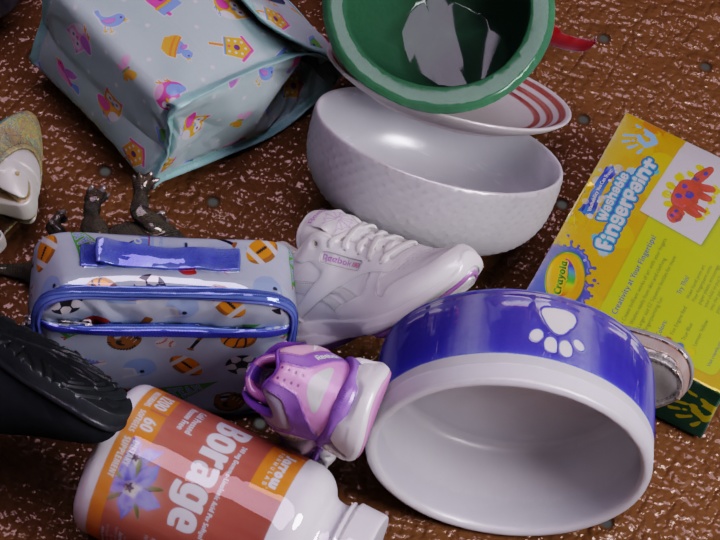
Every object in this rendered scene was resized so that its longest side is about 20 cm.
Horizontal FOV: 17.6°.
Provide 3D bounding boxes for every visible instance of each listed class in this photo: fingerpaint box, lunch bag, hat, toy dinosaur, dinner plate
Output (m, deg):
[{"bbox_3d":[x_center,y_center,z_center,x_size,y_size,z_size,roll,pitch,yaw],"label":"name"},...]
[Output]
[{"bbox_3d":[0.229,0.002,1.777,0.166,0.074,0.201,26,57,8],"label":"fingerpaint box"},{"bbox_3d":[-0.144,0.036,1.652,0.198,0.161,0.076,1,56,-8],"label":"lunch bag"},{"bbox_3d":[-0.128,-0.181,1.822,0.199,0.122,0.170,-28,63,-34],"label":"lunch bag"},{"bbox_3d":[0.071,-0.172,1.808,0.199,0.176,0.167,20,76,6],"label":"hat"},{"bbox_3d":[-0.184,-0.010,1.728,0.198,0.077,0.103,-2,50,-12],"label":"toy dinosaur"},{"bbox_3d":[0.067,-0.140,1.821,0.199,0.024,0.200,14,21,-6],"label":"dinner plate"}]

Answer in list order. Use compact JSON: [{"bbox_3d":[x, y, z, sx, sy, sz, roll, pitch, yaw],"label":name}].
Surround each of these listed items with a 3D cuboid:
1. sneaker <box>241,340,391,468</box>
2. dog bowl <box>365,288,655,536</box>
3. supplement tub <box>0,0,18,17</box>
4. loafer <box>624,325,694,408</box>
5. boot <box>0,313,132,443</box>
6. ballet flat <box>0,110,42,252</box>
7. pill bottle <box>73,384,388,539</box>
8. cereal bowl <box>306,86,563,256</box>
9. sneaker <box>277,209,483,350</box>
[{"bbox_3d":[-0.040,0.086,1.611,0.088,0.200,0.081,20,79,-6],"label":"sneaker"},{"bbox_3d":[0.105,0.101,1.620,0.198,0.201,0.079,10,54,-1],"label":"dog bowl"},{"bbox_3d":[-0.312,-0.300,1.880,0.106,0.107,0.201,-3,57,-9],"label":"supplement tub"},{"bbox_3d":[0.139,0.079,1.691,0.198,0.072,0.063,5,26,20],"label":"loafer"},{"bbox_3d":[-0.264,0.118,1.583,0.199,0.076,0.169,27,101,20],"label":"boot"},{"bbox_3d":[-0.279,-0.040,1.729,0.070,0.071,0.200,29,55,11],"label":"ballet flat"},{"bbox_3d":[-0.087,0.166,1.603,0.199,0.112,0.113,23,57,8],"label":"pill bottle"},{"bbox_3d":[0.050,-0.064,1.766,0.199,0.084,0.200,13,23,-6],"label":"cereal bowl"},{"bbox_3d":[0.000,0.000,1.670,0.075,0.199,0.100,-25,97,-46],"label":"sneaker"}]
